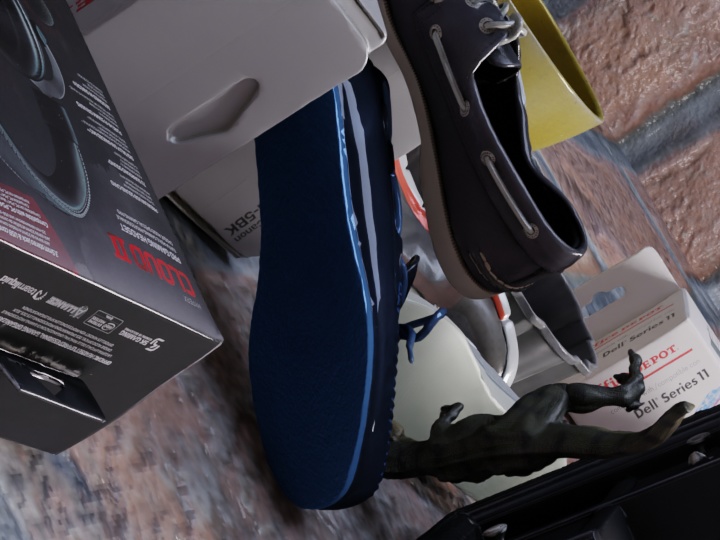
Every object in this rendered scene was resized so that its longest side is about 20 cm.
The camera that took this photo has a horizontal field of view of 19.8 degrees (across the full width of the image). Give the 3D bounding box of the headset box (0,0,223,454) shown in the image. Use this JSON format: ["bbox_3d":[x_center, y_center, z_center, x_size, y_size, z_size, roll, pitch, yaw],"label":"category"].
[{"bbox_3d":[-0.132,-0.040,0.637,0.201,0.077,0.149,62,14,24],"label":"headset box"}]

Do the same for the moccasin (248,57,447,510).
[{"bbox_3d":[0.000,0.000,0.874,0.068,0.080,0.202,8,82,-50],"label":"moccasin"}]

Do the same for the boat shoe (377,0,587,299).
[{"bbox_3d":[0.055,-0.091,0.887,0.072,0.062,0.202,-11,89,-50],"label":"boat shoe"}]

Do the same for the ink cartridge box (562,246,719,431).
[{"bbox_3d":[0.221,0.097,1.515,0.201,0.117,0.067,55,16,-13],"label":"ink cartridge box"}]

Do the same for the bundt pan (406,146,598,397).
[{"bbox_3d":[0.062,-0.005,1.262,0.202,0.075,0.202,53,14,-18],"label":"bundt pan"}]

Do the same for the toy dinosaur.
[{"bbox_3d":[0.085,0.071,0.938,0.088,0.199,0.048,-17,94,-51],"label":"toy dinosaur"}]

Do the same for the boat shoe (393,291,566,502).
[{"bbox_3d":[0.032,0.061,1.055,0.201,0.070,0.071,43,0,-44],"label":"boat shoe"}]

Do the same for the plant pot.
[{"bbox_3d":[0.056,-0.148,1.422,0.201,0.141,0.200,52,14,-19],"label":"plant pot"}]

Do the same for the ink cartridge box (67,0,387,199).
[{"bbox_3d":[-0.080,-0.134,0.888,0.085,0.144,0.201,48,16,-34],"label":"ink cartridge box"}]

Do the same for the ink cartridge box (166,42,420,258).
[{"bbox_3d":[-0.043,-0.128,1.002,0.083,0.146,0.201,43,19,-41],"label":"ink cartridge box"}]

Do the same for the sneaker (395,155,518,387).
[{"bbox_3d":[0.008,-0.003,1.129,0.201,0.077,0.082,57,40,-1],"label":"sneaker"}]

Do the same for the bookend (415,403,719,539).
[{"bbox_3d":[0.121,0.128,0.890,0.093,0.197,0.200,67,15,3],"label":"bookend"}]
